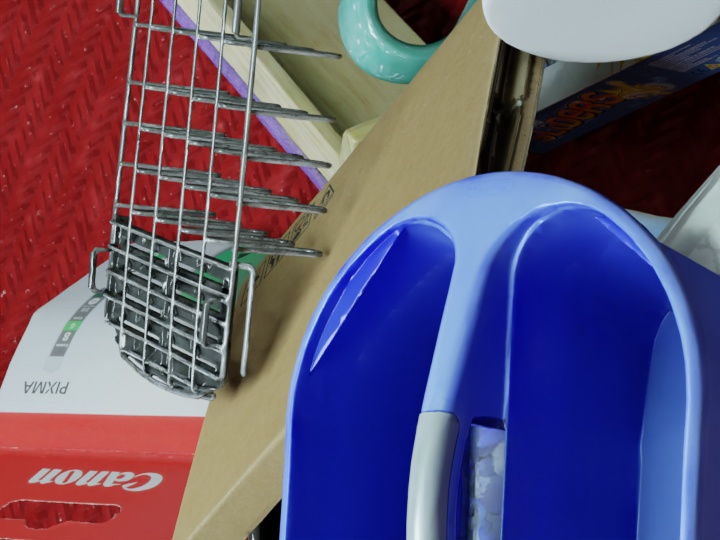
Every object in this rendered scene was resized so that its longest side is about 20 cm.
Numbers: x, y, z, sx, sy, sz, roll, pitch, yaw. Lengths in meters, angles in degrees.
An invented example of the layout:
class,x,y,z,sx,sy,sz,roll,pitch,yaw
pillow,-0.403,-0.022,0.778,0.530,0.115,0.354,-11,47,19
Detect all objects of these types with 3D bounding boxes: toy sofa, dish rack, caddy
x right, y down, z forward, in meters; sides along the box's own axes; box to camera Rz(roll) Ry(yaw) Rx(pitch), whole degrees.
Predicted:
class,x,y,z,sx,sy,sz,roll,pitch,yaw
toy sofa,-0.025,-0.088,1.129,0.200,0.083,0.098,50,147,33
dish rack,-0.052,-0.053,1.008,0.153,0.054,0.201,-159,74,-66
caddy,0.045,0.074,0.762,0.141,0.105,0.201,-5,76,35

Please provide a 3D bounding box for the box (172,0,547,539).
class,x,y,z,sx,sy,sz,roll,pitch,yaw
box,0.000,0.000,0.960,0.200,0.021,0.164,-49,18,36

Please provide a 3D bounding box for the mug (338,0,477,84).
class,x,y,z,sx,sy,sz,roll,pitch,yaw
mug,0.014,-0.181,1.071,0.152,0.114,0.185,-144,47,-59

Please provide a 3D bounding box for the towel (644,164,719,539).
class,x,y,z,sx,sy,sz,roll,pitch,yaw
towel,0.144,0.054,0.781,0.200,0.032,0.191,-52,55,14

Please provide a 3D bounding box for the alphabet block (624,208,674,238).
class,x,y,z,sx,sy,sz,roll,pitch,yaw
alphabet block,0.151,0.099,0.908,0.195,0.200,0.197,13,86,36

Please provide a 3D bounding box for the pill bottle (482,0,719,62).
class,x,y,z,sx,sy,sz,roll,pitch,yaw
pill bottle,0.079,-0.179,0.929,0.113,0.113,0.200,-17,61,31

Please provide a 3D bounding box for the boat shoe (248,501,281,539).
class,x,y,z,sx,sy,sz,roll,pitch,yaw
boat shoe,-0.011,0.153,1.096,0.072,0.061,0.202,-22,66,30

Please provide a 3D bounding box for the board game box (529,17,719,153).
class,x,y,z,sx,sy,sz,roll,pitch,yaw
board game box,0.106,-0.134,1.042,0.200,0.034,0.136,155,120,-64

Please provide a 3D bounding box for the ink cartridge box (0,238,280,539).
class,x,y,z,sx,sy,sz,roll,pitch,yaw
ink cartridge box,-0.085,0.045,1.102,0.161,0.200,0.050,-1,112,35
